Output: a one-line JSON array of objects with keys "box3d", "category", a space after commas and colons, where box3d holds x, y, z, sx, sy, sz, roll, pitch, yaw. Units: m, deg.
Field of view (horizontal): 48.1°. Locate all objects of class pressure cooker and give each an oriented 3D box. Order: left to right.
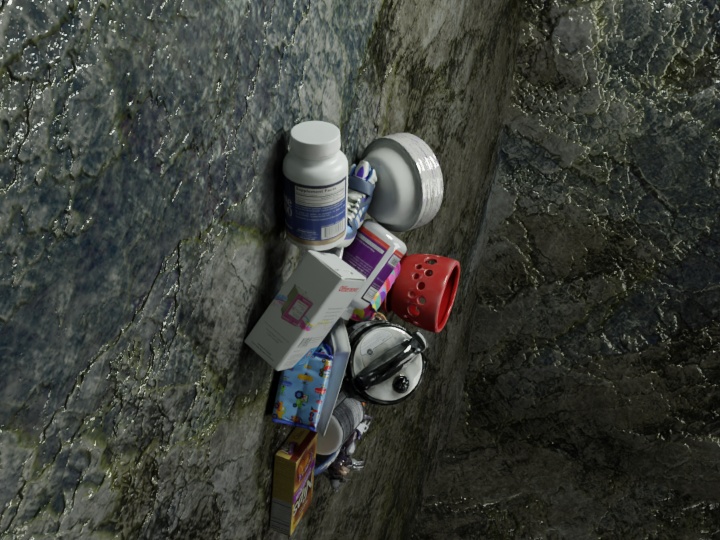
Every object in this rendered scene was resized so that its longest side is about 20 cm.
[{"box3d": [0.044, 0.195, 1.699, 0.200, 0.177, 0.177, 159, -52, -75], "category": "pressure cooker"}]

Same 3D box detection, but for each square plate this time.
[{"box3d": [-0.068, 0.215, 1.701, 0.200, 0.028, 0.200, -111, -144, -70], "category": "square plate"}]

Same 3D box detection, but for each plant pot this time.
[{"box3d": [0.153, 0.050, 2.156, 0.200, 0.181, 0.202, 14, 90, -74], "category": "plant pot"}]

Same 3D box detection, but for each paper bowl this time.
[{"box3d": [0.067, -0.178, 1.676, 0.104, 0.200, 0.202, -21, 129, -37], "category": "paper bowl"}]

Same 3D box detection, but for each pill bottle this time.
[{"box3d": [-0.076, -0.144, 1.366, 0.111, 0.110, 0.201, -56, 155, -48], "category": "pill bottle"}, {"box3d": [-0.055, 0.335, 1.848, 0.200, 0.105, 0.107, -30, 133, -68], "category": "pill bottle"}, {"box3d": [0.000, 0.000, 1.684, 0.201, 0.112, 0.112, -54, 163, 3], "category": "pill bottle"}]

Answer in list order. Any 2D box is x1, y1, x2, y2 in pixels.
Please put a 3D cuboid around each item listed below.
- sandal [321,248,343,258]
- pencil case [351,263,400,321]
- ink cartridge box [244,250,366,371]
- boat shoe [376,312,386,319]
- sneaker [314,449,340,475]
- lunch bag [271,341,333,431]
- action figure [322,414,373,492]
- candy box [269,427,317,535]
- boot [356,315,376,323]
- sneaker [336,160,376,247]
[{"box3d": [-0.075, 0.030, 1.573, 0.059, 0.079, 0.208, 74, 32, -55], "category": "sandal"}, {"box3d": [0.029, 0.037, 1.918, 0.200, 0.088, 0.089, -58, 156, -50], "category": "pencil case"}, {"box3d": [-0.093, 0.068, 1.420, 0.201, 0.085, 0.144, -53, 166, 8], "category": "ink cartridge box"}, {"box3d": [0.023, 0.208, 2.058, 0.070, 0.070, 0.202, -30, 132, -69], "category": "boat shoe"}, {"box3d": [-0.082, 0.430, 1.894, 0.200, 0.075, 0.089, -47, 148, -57], "category": "sneaker"}, {"box3d": [-0.111, 0.223, 1.641, 0.200, 0.093, 0.152, -63, 166, -88], "category": "lunch bag"}, {"box3d": [-0.036, 0.451, 2.003, 0.069, 0.130, 0.202, 27, 72, -38], "category": "action figure"}, {"box3d": [-0.144, 0.454, 1.745, 0.117, 0.056, 0.202, -48, 149, -59], "category": "candy box"}, {"box3d": [-0.003, 0.154, 1.917, 0.200, 0.069, 0.175, 119, -4, -58], "category": "boot"}, {"box3d": [-0.025, -0.141, 1.570, 0.200, 0.080, 0.148, -51, 158, -64], "category": "sneaker"}]
